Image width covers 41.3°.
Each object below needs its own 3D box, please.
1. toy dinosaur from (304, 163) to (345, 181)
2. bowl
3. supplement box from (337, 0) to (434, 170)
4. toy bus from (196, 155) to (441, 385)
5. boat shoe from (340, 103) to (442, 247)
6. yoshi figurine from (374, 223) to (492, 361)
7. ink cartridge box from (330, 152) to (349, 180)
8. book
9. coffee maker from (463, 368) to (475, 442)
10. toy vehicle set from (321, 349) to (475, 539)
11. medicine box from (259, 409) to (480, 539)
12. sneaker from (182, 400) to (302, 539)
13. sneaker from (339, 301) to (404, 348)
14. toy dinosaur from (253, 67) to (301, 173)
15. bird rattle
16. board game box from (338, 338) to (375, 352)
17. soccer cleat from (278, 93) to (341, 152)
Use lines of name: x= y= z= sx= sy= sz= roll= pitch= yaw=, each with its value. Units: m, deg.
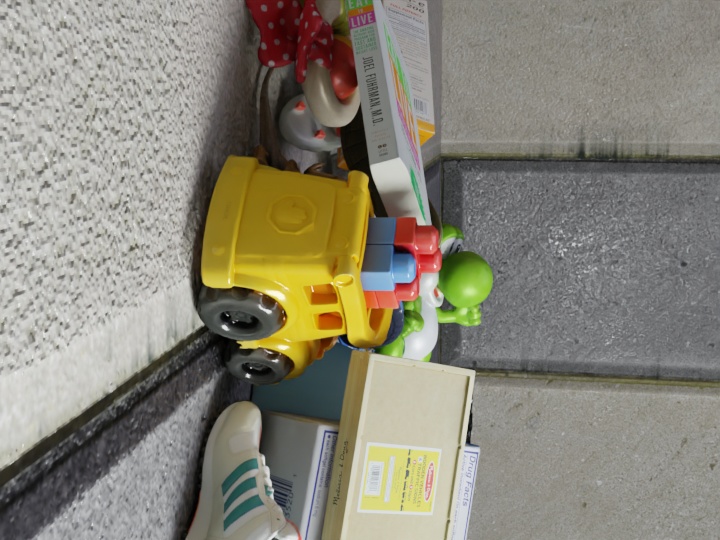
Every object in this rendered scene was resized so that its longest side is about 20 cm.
toy dinosaur: x=-0.031 y=-0.085 z=1.046 sx=0.198 sy=0.106 sz=0.061 roll=18 pitch=92 yaw=-38
bowl: x=-0.040 y=0.157 z=0.996 sx=0.201 sy=0.103 sz=0.204 roll=2 pitch=90 yaw=-81
supplement box: x=0.027 y=-0.236 z=1.200 sx=0.126 sy=0.073 sz=0.203 roll=-38 pitch=-134 yaw=51
toy bus: x=-0.026 y=0.008 z=0.806 sx=0.201 sy=0.189 sz=0.137 roll=80 pitch=14 yaw=-56
boat shoe: x=0.031 y=-0.087 z=0.985 sx=0.066 sy=0.071 sz=0.203 roll=74 pitch=-6 yaw=-61
yoshi figurine: x=0.082 y=0.052 z=1.057 sx=0.112 sy=0.111 sz=0.203 roll=-101 pitch=-148 yaw=-80
ink cartridge box: x=0.020 y=-0.047 z=1.276 sx=0.201 sy=0.047 sz=0.147 roll=58 pitch=17 yaw=-46
book: x=0.021 y=-0.137 z=0.848 sx=0.134 sy=0.047 sz=0.203 roll=64 pitch=16 yaw=-58
coffee maker: x=0.035 y=0.219 z=1.164 sx=0.135 sy=0.197 sz=0.195 roll=76 pitch=21 yaw=-64
toy vehicle set: x=0.032 y=0.176 z=0.812 sx=0.123 sy=0.026 sz=0.203 roll=14 pitch=83 yaw=-37
medicine box: x=-0.003 y=0.234 z=0.867 sx=0.198 sy=0.102 sz=0.185 roll=15 pitch=82 yaw=-37
sneaker: x=-0.086 y=0.196 z=0.760 sx=0.071 sy=0.092 sz=0.202 roll=82 pitch=14 yaw=-45
sneaker: x=0.000 y=0.000 z=0.959 sx=0.202 sy=0.073 sz=0.083 roll=77 pitch=5 yaw=-45
toy dinosaur: x=-0.084 y=-0.100 z=0.894 sx=0.106 sy=0.059 sz=0.203 roll=-146 pitch=-131 yaw=-76
bird rattle: x=-0.028 y=-0.221 z=0.937 sx=0.201 sy=0.111 sz=0.165 roll=-79 pitch=156 yaw=-53
board game box: x=-0.010 y=0.032 z=1.155 sx=0.019 sy=0.101 sz=0.204 roll=-15 pitch=106 yaw=-77
soccer cleat: x=-0.042 y=-0.164 z=1.063 sx=0.070 sy=0.077 sz=0.200 roll=54 pitch=31 yaw=-5
